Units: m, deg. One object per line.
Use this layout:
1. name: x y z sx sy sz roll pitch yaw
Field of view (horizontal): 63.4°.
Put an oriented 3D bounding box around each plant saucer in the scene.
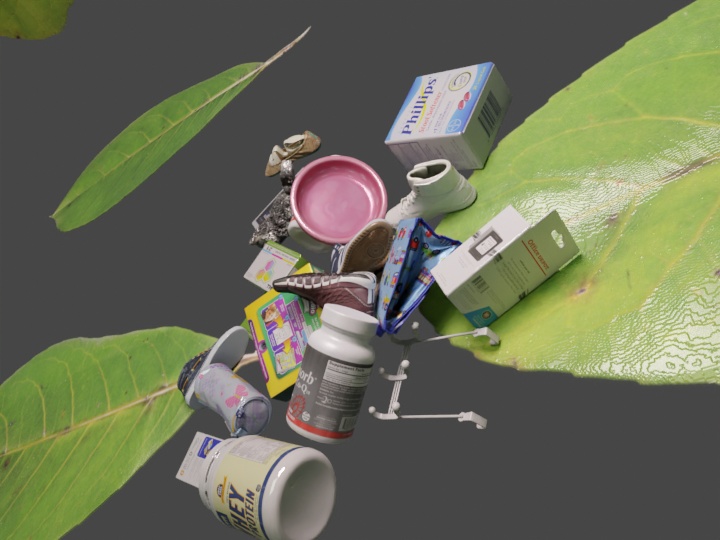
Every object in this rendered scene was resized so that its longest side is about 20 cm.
1. plant saucer: -0.045 -0.138 1.197 0.197 0.051 0.203 2 69 -5

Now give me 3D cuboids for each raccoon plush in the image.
1. raccoon plush: -0.202 -0.143 1.355 0.132 0.097 0.203 -9 88 6

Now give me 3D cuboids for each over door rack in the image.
1. over door rack: 0.106 0.157 0.903 0.198 0.067 0.149 -8 55 39

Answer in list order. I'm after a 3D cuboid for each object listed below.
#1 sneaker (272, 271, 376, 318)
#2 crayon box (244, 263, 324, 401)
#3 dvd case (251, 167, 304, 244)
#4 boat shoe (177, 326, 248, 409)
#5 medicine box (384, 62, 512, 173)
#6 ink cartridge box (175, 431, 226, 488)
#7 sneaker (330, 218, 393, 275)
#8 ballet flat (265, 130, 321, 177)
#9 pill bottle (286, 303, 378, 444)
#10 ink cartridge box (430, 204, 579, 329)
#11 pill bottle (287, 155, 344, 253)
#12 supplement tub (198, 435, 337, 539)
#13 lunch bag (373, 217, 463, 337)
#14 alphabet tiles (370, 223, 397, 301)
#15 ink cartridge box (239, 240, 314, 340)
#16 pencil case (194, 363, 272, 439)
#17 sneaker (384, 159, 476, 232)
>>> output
1. sneaker: -0.065 0.064 1.028 0.197 0.075 0.117 -1 96 23
2. crayon box: -0.119 0.117 1.112 0.171 0.058 0.202 -33 59 16
3. dvd case: -0.179 -0.156 1.460 0.200 0.025 0.150 -46 38 2
4. boat shoe: -0.328 0.195 1.270 0.091 0.071 0.201 29 82 46
5. medicine box: 0.178 -0.306 1.188 0.198 0.103 0.184 6 63 44
6. ink cartridge box: -0.267 0.371 1.099 0.198 0.037 0.096 -3 56 45
7. sneaker: -0.004 -0.038 1.084 0.201 0.069 0.109 -58 20 34
8. ballet flat: -0.197 -0.322 1.580 0.198 0.065 0.071 -26 44 26
9. pill bottle: -0.042 0.165 0.948 0.115 0.115 0.203 21 96 49
10. ink cartridge box: 0.222 -0.014 0.897 0.199 0.116 0.067 -40 38 9
11. pill bottle: -0.074 -0.150 1.287 0.110 0.111 0.202 0 58 42
12. supplement tub: -0.150 0.344 0.926 0.198 0.145 0.147 -4 56 41
13. lunch bag: 0.071 0.019 0.990 0.202 0.093 0.151 -61 7 0
14. alphabet tiles: 0.000 0.000 1.151 0.166 0.008 0.202 -12 49 53
15. ink cartridge box: -0.199 0.050 1.267 0.147 0.076 0.201 22 73 49
16. pencil case: -0.254 0.254 1.145 0.199 0.083 0.092 21 82 49
17. sneaker: 0.107 -0.148 1.115 0.198 0.115 0.075 -22 47 32
